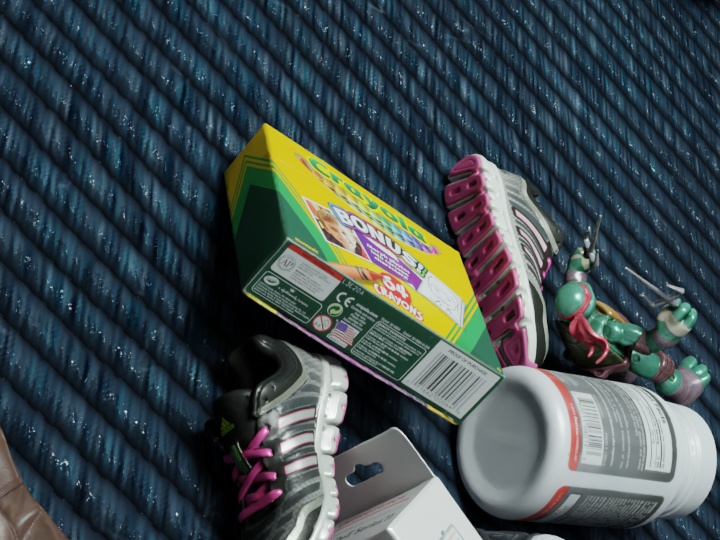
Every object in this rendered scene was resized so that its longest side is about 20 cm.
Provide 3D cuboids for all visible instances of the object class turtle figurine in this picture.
[{"bbox_3d":[0.209,0.042,1.283,0.150,0.101,0.200,46,0,44],"label":"turtle figurine"}]

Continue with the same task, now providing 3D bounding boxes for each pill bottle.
[{"bbox_3d":[0.182,0.143,1.223,0.199,0.116,0.117,12,58,-39],"label":"pill bottle"}]

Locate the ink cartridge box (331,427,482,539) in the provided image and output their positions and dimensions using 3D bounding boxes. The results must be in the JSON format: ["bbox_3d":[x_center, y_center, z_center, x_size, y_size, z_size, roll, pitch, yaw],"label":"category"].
[{"bbox_3d":[0.033,0.216,1.035,0.201,0.117,0.067,54,44,-3],"label":"ink cartridge box"}]

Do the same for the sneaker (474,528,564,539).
[{"bbox_3d":[0.109,0.258,1.115,0.075,0.113,0.201,-32,125,-34],"label":"sneaker"}]

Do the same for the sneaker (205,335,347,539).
[{"bbox_3d":[-0.064,0.123,1.026,0.087,0.074,0.201,33,42,-25],"label":"sneaker"}]

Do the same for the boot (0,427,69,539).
[{"bbox_3d":[-0.221,0.186,0.862,0.186,0.064,0.201,-38,99,-46],"label":"boot"}]

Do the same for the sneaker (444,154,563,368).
[{"bbox_3d":[0.133,-0.004,1.297,0.087,0.074,0.201,9,55,-33],"label":"sneaker"}]

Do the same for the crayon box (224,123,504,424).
[{"bbox_3d":[0.000,0.000,1.134,0.199,0.058,0.173,33,22,-25],"label":"crayon box"}]
